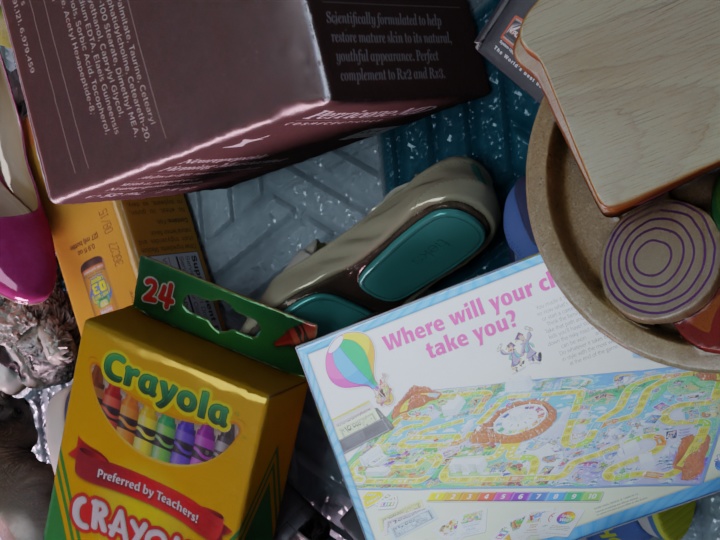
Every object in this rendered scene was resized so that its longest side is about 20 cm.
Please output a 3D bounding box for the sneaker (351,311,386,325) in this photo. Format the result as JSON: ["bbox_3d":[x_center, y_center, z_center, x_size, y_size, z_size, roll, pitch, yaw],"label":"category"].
[{"bbox_3d":[0.042,0.101,0.875,0.201,0.070,0.098,56,158,33],"label":"sneaker"}]

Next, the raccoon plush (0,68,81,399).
[{"bbox_3d":[-0.212,-0.020,1.072,0.133,0.097,0.202,18,103,24],"label":"raccoon plush"}]

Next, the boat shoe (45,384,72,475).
[{"bbox_3d":[-0.117,0.151,1.032,0.092,0.075,0.202,-27,86,26],"label":"boat shoe"}]

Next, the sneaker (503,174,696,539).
[{"bbox_3d":[0.104,0.050,0.863,0.082,0.074,0.202,-22,80,36],"label":"sneaker"}]

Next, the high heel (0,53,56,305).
[{"bbox_3d":[-0.223,-0.078,1.010,0.096,0.067,0.201,-60,45,40],"label":"high heel"}]

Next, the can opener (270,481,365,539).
[{"bbox_3d":[-0.029,0.137,0.985,0.067,0.053,0.200,-45,65,-6],"label":"can opener"}]

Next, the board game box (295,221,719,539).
[{"bbox_3d":[0.083,0.064,0.806,0.198,0.034,0.136,-21,88,14],"label":"board game box"}]

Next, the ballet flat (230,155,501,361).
[{"bbox_3d":[0.000,0.000,0.944,0.199,0.069,0.070,-34,74,29],"label":"ballet flat"}]

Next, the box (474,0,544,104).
[{"bbox_3d":[0.175,-0.114,0.810,0.200,0.049,0.162,44,113,19],"label":"box"}]

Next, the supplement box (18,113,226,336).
[{"bbox_3d":[-0.144,-0.014,1.035,0.066,0.069,0.202,-23,79,35],"label":"supplement box"}]

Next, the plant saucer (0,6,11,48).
[{"bbox_3d":[-0.226,-0.246,1.096,0.198,0.031,0.202,3,95,34],"label":"plant saucer"}]

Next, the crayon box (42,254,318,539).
[{"bbox_3d":[-0.106,0.107,0.947,0.126,0.051,0.202,19,107,23],"label":"crayon box"}]

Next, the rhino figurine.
[{"bbox_3d":[-0.204,0.153,1.074,0.060,0.087,0.201,-40,72,29],"label":"rhino figurine"}]

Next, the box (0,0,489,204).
[{"bbox_3d":[-0.068,-0.143,0.909,0.199,0.165,0.166,-16,87,34],"label":"box"}]

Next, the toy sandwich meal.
[{"bbox_3d":[0.156,-0.057,0.732,0.203,0.070,0.208,-4,77,19],"label":"toy sandwich meal"}]
